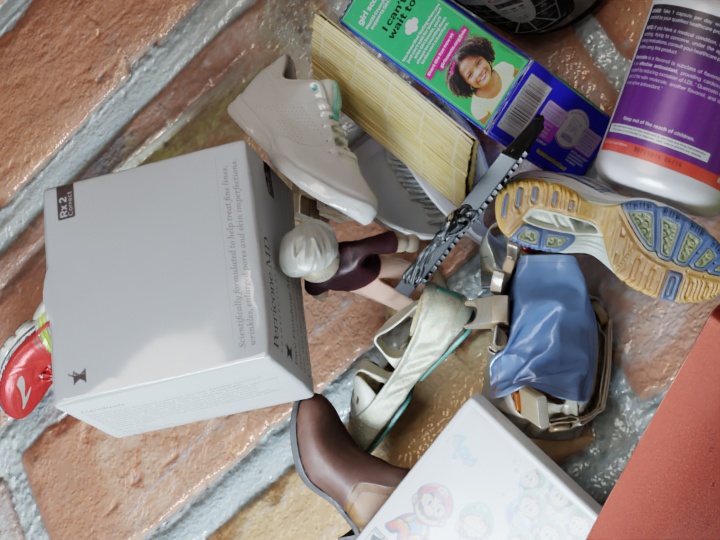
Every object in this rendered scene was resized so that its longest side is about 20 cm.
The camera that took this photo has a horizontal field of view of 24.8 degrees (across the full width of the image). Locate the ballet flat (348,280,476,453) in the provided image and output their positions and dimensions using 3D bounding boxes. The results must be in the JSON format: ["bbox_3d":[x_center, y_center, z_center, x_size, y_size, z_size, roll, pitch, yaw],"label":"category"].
[{"bbox_3d":[0.029,0.085,1.459,0.062,0.068,0.201,32,119,-7],"label":"ballet flat"}]

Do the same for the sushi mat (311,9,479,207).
[{"bbox_3d":[0.027,-0.138,1.421,0.012,0.096,0.200,-36,63,-25],"label":"sushi mat"}]

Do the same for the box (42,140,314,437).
[{"bbox_3d":[-0.158,0.020,1.419,0.198,0.131,0.201,-12,69,14],"label":"box"}]

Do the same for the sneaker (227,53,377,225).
[{"bbox_3d":[-0.039,-0.122,1.436,0.089,0.075,0.200,-50,54,8],"label":"sneaker"}]

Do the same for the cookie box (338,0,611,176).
[{"bbox_3d":[0.102,-0.173,1.425,0.200,0.171,0.076,40,100,35],"label":"cookie box"}]

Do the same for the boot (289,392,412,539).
[{"bbox_3d":[0.048,0.173,1.404,0.198,0.068,0.190,-18,94,34],"label":"boot"}]

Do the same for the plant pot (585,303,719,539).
[{"bbox_3d":[0.307,0.161,1.193,0.175,0.200,0.201,31,98,25],"label":"plant pot"}]

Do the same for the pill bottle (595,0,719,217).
[{"bbox_3d":[0.273,-0.153,1.332,0.112,0.112,0.202,21,92,37],"label":"pill bottle"}]

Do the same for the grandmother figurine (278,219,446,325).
[{"bbox_3d":[0.000,0.000,1.437,0.121,0.199,0.061,-38,60,23],"label":"grandmother figurine"}]

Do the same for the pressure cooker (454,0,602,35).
[{"bbox_3d":[0.122,-0.314,1.424,0.178,0.199,0.177,37,98,35],"label":"pressure cooker"}]

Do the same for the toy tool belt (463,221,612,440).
[{"bbox_3d":[0.148,0.038,1.362,0.123,0.123,0.203,-3,76,6],"label":"toy tool belt"}]

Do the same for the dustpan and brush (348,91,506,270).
[{"bbox_3d":[0.081,-0.057,1.469,0.139,0.057,0.201,-39,90,-21],"label":"dustpan and brush"}]

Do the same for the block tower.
[{"bbox_3d":[-0.035,-0.077,1.572,0.198,0.054,0.059,-7,76,33],"label":"block tower"}]

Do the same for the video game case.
[{"bbox_3d":[0.114,0.233,1.354,0.200,0.024,0.183,43,114,13],"label":"video game case"}]

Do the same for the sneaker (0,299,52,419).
[{"bbox_3d":[-0.316,0.083,1.725,0.085,0.077,0.201,43,105,29],"label":"sneaker"}]

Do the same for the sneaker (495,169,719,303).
[{"bbox_3d":[0.211,-0.040,1.340,0.198,0.088,0.076,23,112,8],"label":"sneaker"}]

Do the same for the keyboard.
[{"bbox_3d":[0.081,-0.039,1.331,0.021,0.127,0.200,40,138,4],"label":"keyboard"}]
